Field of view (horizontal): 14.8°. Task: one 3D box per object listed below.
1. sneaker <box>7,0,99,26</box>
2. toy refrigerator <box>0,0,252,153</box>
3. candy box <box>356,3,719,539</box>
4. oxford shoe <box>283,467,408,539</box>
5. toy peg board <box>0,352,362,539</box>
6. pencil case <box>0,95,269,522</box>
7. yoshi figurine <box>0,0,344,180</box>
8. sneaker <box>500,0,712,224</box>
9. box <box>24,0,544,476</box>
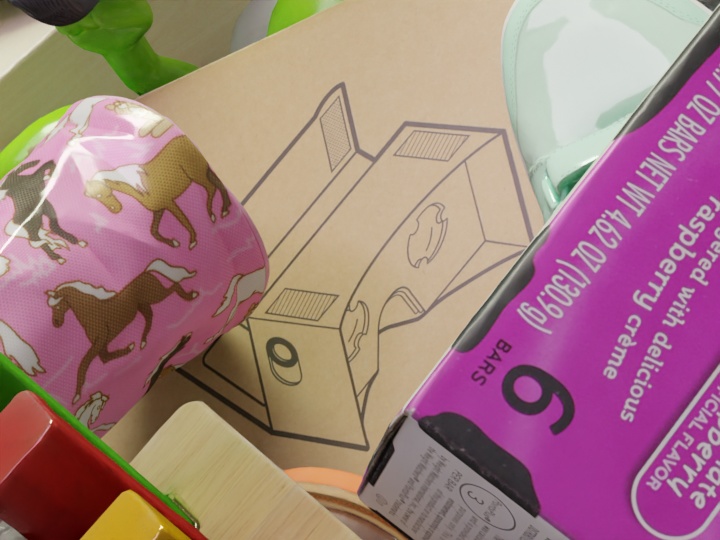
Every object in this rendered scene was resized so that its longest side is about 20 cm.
[{"bbox_3d":[-0.065,-0.153,0.906,0.074,0.081,0.200,-19,42,41],"label":"sneaker"},{"bbox_3d":[-0.097,-0.076,1.007,0.200,0.076,0.070,-44,34,-13],"label":"toy refrigerator"},{"bbox_3d":[0.120,0.048,0.558,0.136,0.200,0.061,-51,-5,-22],"label":"candy box"},{"bbox_3d":[0.017,0.109,0.679,0.073,0.071,0.200,-47,34,-8],"label":"oxford shoe"},{"bbox_3d":[-0.085,0.113,0.561,0.200,0.098,0.199,-50,29,-4],"label":"toy peg board"},{"bbox_3d":[-0.111,0.038,0.745,0.200,0.083,0.086,-45,30,-26],"label":"pencil case"},{"bbox_3d":[-0.046,-0.045,0.901,0.200,0.112,0.112,-35,40,-4],"label":"yoshi figurine"},{"bbox_3d":[0.075,-0.020,0.682,0.074,0.118,0.201,-32,57,12],"label":"sneaker"},{"bbox_3d":[0.000,0.000,0.802,0.200,0.021,0.164,-23,63,21],"label":"box"}]
